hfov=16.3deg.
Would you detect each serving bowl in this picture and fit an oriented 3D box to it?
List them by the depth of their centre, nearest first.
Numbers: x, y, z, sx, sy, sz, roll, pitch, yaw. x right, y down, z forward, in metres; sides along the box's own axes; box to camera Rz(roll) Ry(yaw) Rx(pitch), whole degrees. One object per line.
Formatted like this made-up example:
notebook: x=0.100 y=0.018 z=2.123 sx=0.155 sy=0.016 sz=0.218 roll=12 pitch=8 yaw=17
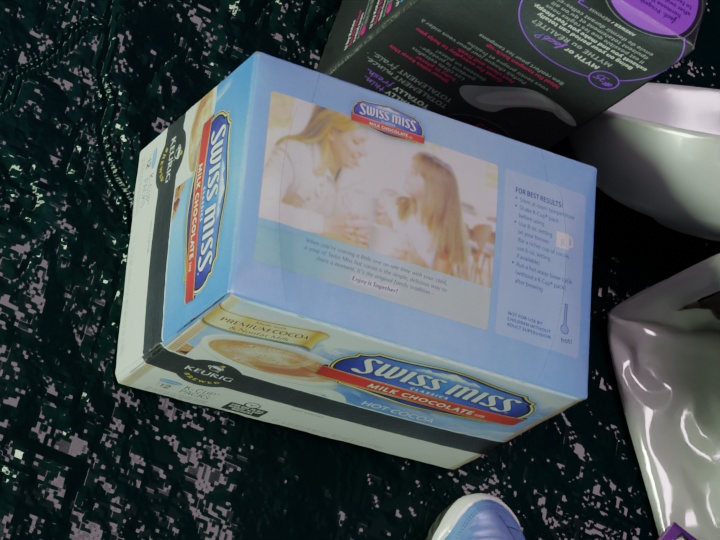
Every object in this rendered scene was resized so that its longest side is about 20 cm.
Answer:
serving bowl: x=0.207 y=-0.053 z=1.370 sx=0.200 sy=0.200 sz=0.066 roll=1 pitch=103 yaw=-31

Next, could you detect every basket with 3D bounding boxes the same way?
basket: x=0.236 y=0.091 z=1.344 sx=0.123 sy=0.136 sz=0.200 roll=-7 pitch=75 yaw=-35

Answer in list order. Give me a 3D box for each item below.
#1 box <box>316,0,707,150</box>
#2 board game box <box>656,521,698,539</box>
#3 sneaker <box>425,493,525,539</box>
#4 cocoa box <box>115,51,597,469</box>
box: x=0.082 y=-0.144 z=1.304 sx=0.122 sy=0.200 sz=0.106 roll=29 pitch=58 yaw=-18
board game box: x=0.137 y=0.228 z=1.180 sx=0.120 sy=0.032 sz=0.200 roll=36 pitch=61 yaw=10
sneaker: x=0.078 y=0.204 z=1.238 sx=0.076 sy=0.077 sz=0.200 roll=3 pitch=68 yaw=-28
cocoa box: x=0.000 y=0.000 z=1.240 sx=0.200 sy=0.131 sz=0.134 roll=17 pitch=63 yaw=-24
